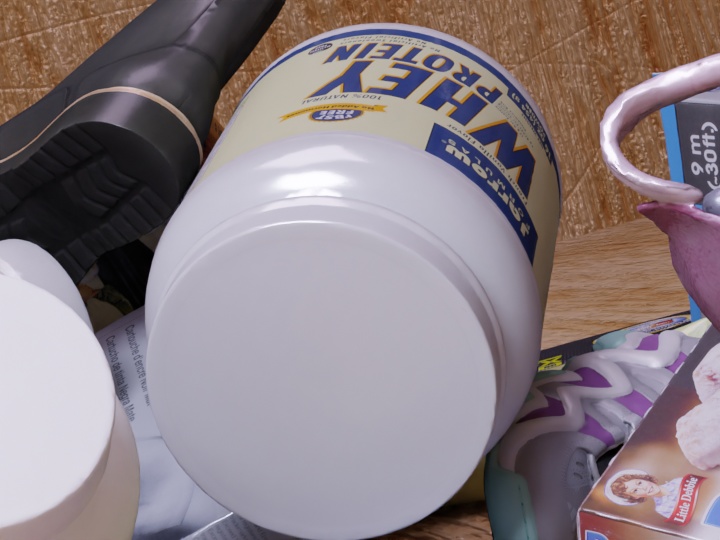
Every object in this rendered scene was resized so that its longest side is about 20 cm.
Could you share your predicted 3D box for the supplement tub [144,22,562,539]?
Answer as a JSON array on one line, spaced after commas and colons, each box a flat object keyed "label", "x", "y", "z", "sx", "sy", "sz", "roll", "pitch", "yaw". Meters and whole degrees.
[{"label": "supplement tub", "x": 0.000, "y": 0.000, "z": 0.830, "sx": 0.145, "sy": 0.145, "sz": 0.200, "roll": -15, "pitch": 21, "yaw": 14}]

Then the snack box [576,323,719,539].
[{"label": "snack box", "x": 0.149, "y": 0.052, "z": 0.793, "sx": 0.072, "sy": 0.024, "sz": 0.200, "roll": 13, "pitch": 32, "yaw": 24}]

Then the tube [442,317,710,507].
[{"label": "tube", "x": 0.084, "y": 0.076, "z": 1.044, "sx": 0.200, "sy": 0.058, "sz": 0.052, "roll": -15, "pitch": 11, "yaw": 36}]

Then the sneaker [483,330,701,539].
[{"label": "sneaker", "x": 0.138, "y": 0.064, "z": 0.856, "sx": 0.140, "sy": 0.078, "sz": 0.200, "roll": -6, "pitch": 16, "yaw": 27}]

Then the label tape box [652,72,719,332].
[{"label": "label tape box", "x": 0.195, "y": -0.014, "z": 0.995, "sx": 0.066, "sy": 0.144, "sz": 0.200, "roll": -19, "pitch": 17, "yaw": -34}]

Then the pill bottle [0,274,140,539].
[{"label": "pill bottle", "x": -0.130, "y": 0.081, "z": 0.704, "sx": 0.111, "sy": 0.111, "sz": 0.200, "roll": -16, "pitch": -23, "yaw": -21}]

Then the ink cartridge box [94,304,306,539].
[{"label": "ink cartridge box", "x": -0.089, "y": 0.080, "z": 0.906, "sx": 0.200, "sy": 0.041, "sz": 0.200, "roll": -30, "pitch": 28, "yaw": -1}]

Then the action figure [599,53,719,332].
[{"label": "action figure", "x": 0.145, "y": 0.040, "z": 0.545, "sx": 0.134, "sy": 0.149, "sz": 0.200, "roll": -24, "pitch": 32, "yaw": 23}]

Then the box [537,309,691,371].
[{"label": "box", "x": 0.104, "y": 0.072, "z": 1.193, "sx": 0.200, "sy": 0.044, "sz": 0.160, "roll": -15, "pitch": 3, "yaw": 7}]

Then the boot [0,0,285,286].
[{"label": "boot", "x": -0.114, "y": -0.062, "z": 0.949, "sx": 0.200, "sy": 0.077, "sz": 0.138, "roll": -16, "pitch": 34, "yaw": 42}]

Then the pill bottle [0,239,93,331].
[{"label": "pill bottle", "x": -0.203, "y": 0.053, "z": 0.849, "sx": 0.200, "sy": 0.111, "sz": 0.111, "roll": -22, "pitch": 6, "yaw": -42}]

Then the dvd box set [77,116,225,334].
[{"label": "dvd box set", "x": -0.073, "y": 0.035, "z": 1.025, "sx": 0.146, "sy": 0.200, "sz": 0.029, "roll": -34, "pitch": 24, "yaw": 12}]
